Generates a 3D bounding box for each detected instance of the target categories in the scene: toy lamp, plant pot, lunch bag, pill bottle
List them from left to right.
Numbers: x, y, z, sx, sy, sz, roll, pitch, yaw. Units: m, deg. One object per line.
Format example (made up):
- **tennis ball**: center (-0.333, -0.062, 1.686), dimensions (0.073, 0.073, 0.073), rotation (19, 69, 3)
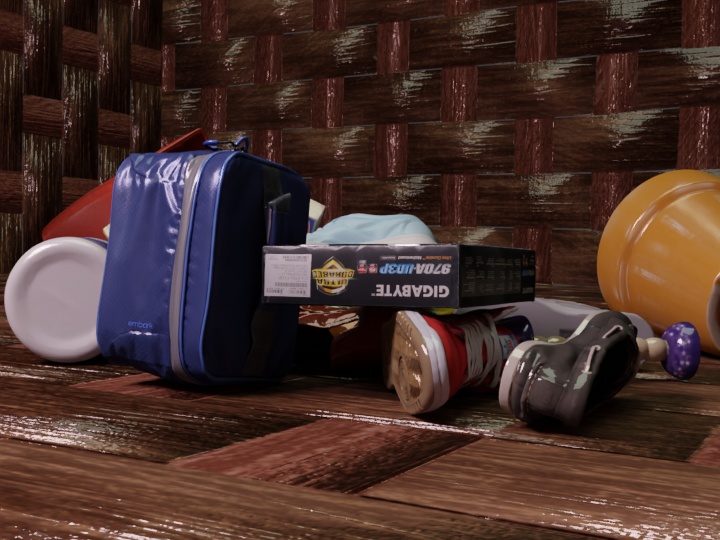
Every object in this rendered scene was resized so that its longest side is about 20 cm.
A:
- **pill bottle**: center (-0.280, 0.025, 0.999), dimensions (0.114, 0.118, 0.200), rotation (1, 1, -7)
- **plant pot**: center (-0.270, -0.033, 1.232), dimensions (0.174, 0.202, 0.200), rotation (-14, 17, 25)
- **lunch bag**: center (-0.114, -0.009, 0.803), dimensions (0.131, 0.203, 0.135), rotation (5, -2, 29)
- **toy lamp**: center (0.190, 0.069, 0.858), dimensions (0.197, 0.059, 0.058), rotation (4, 1, -9)
- **plant pot**: center (0.387, 0.007, 1.084), dimensions (0.197, 0.203, 0.183), rotation (1, 17, -12)

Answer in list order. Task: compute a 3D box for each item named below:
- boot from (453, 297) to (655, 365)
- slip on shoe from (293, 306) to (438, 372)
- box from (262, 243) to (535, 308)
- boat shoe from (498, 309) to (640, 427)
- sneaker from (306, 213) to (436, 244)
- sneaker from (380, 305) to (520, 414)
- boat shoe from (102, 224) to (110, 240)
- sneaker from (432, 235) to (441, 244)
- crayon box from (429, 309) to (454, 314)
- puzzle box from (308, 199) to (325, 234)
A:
- **boot**: center (0.178, 0.064, 0.969), dimensions (0.197, 0.075, 0.096), rotation (9, -5, -6)
- **slip on shoe**: center (-0.008, 0.065, 0.889), dimensions (0.197, 0.075, 0.061), rotation (8, 37, 11)
- **box**: center (0.037, 0.003, 0.783), dimensions (0.157, 0.047, 0.199), rotation (1, 0, 25)
- **boat shoe**: center (0.162, 0.072, 0.688), dimensions (0.056, 0.068, 0.199), rotation (21, 17, 31)
- **sneaker**: center (-0.024, -0.015, 0.955), dimensions (0.197, 0.075, 0.082), rotation (-3, 35, -10)
- **sneaker**: center (0.078, 0.062, 0.725), dimensions (0.111, 0.072, 0.200), rotation (-2, 0, -5)
- **boat shoe**: center (-0.167, 0.002, 1.007), dimensions (0.199, 0.067, 0.074), rotation (38, 0, -16)
- **sneaker**: center (0.000, 0.000, 1.047), dimensions (0.113, 0.077, 0.198), rotation (-5, 2, -35)
- **crayon box**: center (0.033, 0.063, 1.005), dimensions (0.125, 0.052, 0.200), rotation (1, 1, 17)
- **puzzle box**: center (-0.122, -0.016, 1.034), dimensions (0.132, 0.201, 0.026), rotation (24, 44, 3)
